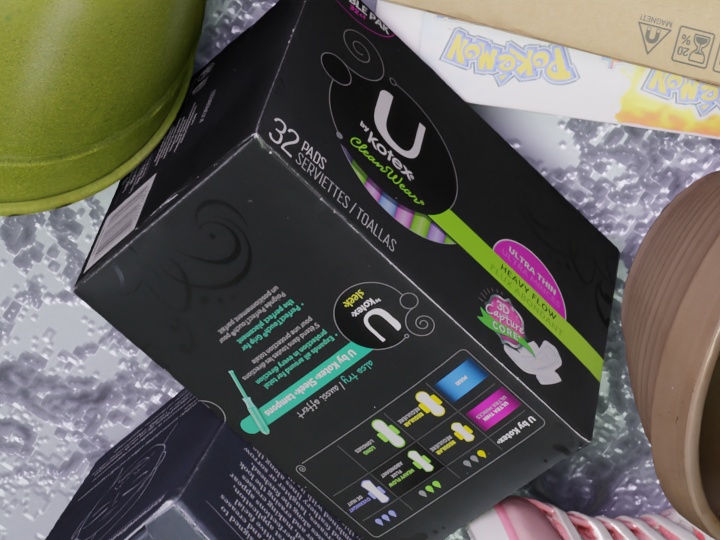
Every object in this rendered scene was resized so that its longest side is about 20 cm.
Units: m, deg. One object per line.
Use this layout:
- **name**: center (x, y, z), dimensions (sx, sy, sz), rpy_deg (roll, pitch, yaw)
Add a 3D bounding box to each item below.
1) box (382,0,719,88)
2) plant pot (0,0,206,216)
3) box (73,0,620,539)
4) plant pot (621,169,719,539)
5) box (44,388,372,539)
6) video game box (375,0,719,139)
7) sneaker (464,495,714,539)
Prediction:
- **box**: center (0.115, -0.173, 1.028), dimensions (0.199, 0.021, 0.164), rpy_deg (15, 106, 3)
- **plant pot**: center (-0.135, -0.151, 0.958), dimensions (0.200, 0.201, 0.193), rpy_deg (34, 150, -5)
- **box**: center (0.000, 0.000, 1.055), dimensions (0.200, 0.149, 0.124), rpy_deg (41, 123, -18)
- **plant pot**: center (0.182, 0.017, 1.070), dimensions (0.093, 0.200, 0.202), rpy_deg (32, 115, 39)
- **box**: center (-0.069, 0.131, 1.095), dimensions (0.148, 0.200, 0.107), rpy_deg (-39, 100, 27)
- **video game box**: center (0.110, -0.158, 1.070), dimensions (0.199, 0.047, 0.183), rpy_deg (8, 111, 5)
- **sneaker**: center (0.123, 0.135, 1.112), dimensions (0.104, 0.076, 0.200), rpy_deg (-33, 144, 9)
